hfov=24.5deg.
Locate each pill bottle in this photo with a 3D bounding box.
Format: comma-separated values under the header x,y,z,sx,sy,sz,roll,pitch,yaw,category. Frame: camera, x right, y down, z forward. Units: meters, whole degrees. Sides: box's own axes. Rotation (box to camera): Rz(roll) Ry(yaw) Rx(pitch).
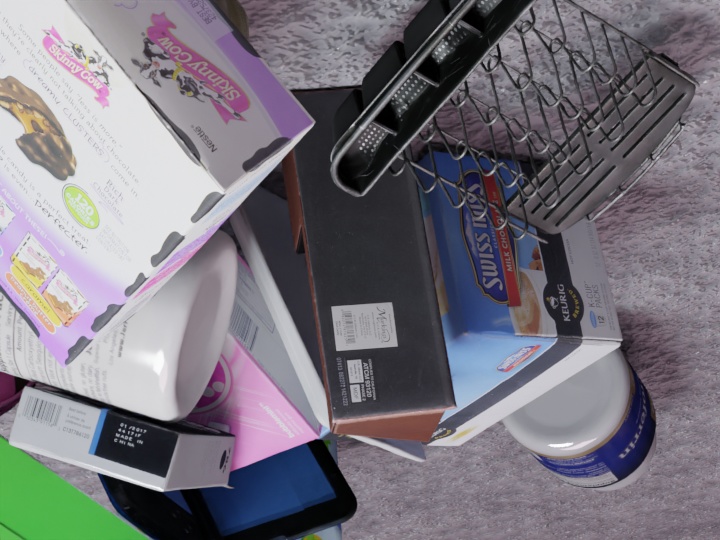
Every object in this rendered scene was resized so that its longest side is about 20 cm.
x,y,z,sx,sy,sz,roll,pitch,yaw,category
-0.180,0.007,0.960,0.198,0.115,0.115,17,159,10,pill bottle
0.194,0.124,1.436,0.114,0.117,0.200,-16,157,15,pill bottle

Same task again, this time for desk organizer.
x,y,z,sx,sy,sz,roll,pitch,yaw,category
0.000,0.000,0.975,0.071,0.202,0.077,-5,159,-10,desk organizer

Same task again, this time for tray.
x,y,z,sx,sy,sz,roll,pitch,yaw,category
-0.029,0.031,1.037,0.022,0.201,0.107,-36,148,16,tray

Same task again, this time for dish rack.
x,y,z,sx,sy,sz,roll,pitch,yaw,category
0.093,-0.083,0.929,0.199,0.055,0.153,24,124,-33,dish rack

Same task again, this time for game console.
x,y,z,sx,sy,sz,roll,pitch,yaw,category
-0.120,0.112,1.220,0.118,0.200,0.171,-40,135,4,game console

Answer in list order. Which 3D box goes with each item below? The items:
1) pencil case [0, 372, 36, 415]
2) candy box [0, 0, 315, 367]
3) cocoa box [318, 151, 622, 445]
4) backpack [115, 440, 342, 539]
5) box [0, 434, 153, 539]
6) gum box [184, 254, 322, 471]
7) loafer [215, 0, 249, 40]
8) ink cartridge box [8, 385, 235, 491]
x,y,z,sx,sy,sz,roll,pitch,yaw,category
-0.312,0.102,1.227,0.090,0.094,0.200,38,140,-7,pencil case
-0.138,-0.071,0.795,0.071,0.168,0.200,-39,179,-40,candy box
0.059,0.025,1.136,0.130,0.135,0.200,5,153,-31,cocoa box
-0.113,0.197,1.380,0.182,0.202,0.146,-24,153,33,backpack
-0.211,0.198,1.146,0.199,0.097,0.177,33,165,4,box
-0.120,0.040,1.087,0.113,0.066,0.200,-23,121,28,gum box
-0.103,-0.097,0.884,0.068,0.077,0.200,3,163,-29,loafer
-0.137,0.105,1.024,0.098,0.040,0.200,15,174,8,ink cartridge box
